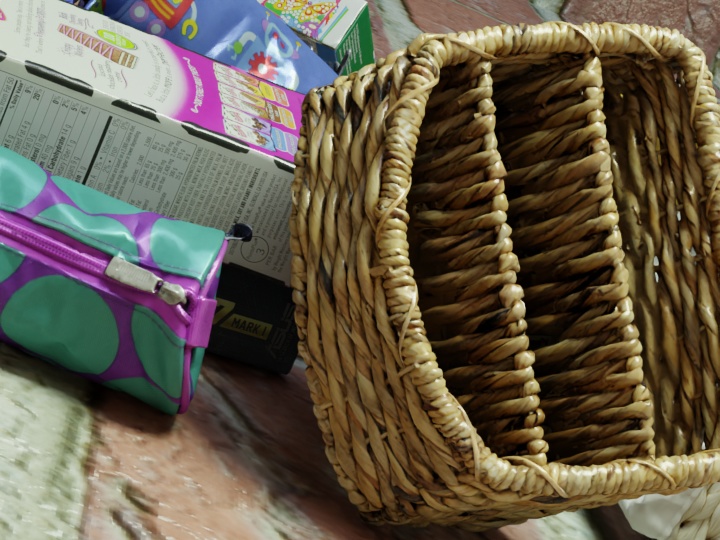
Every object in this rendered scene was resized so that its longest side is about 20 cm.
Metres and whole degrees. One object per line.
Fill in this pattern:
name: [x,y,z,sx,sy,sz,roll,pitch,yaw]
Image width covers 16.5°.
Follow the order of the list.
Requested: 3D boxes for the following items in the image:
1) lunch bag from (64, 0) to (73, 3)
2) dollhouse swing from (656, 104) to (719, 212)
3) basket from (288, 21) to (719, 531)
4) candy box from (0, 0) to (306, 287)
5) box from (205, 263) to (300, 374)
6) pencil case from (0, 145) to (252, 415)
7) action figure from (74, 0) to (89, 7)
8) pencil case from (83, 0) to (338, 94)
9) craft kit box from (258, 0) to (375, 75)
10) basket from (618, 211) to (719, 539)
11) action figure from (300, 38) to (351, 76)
lunch bag: [-0.230,-0.189,1.260,0.169,0.201,0.127,5,-20,-16]
dollhouse swing: [0.197,-0.071,1.486,0.199,0.182,0.176,2,36,44]
basket: [0.066,-0.001,1.037,0.148,0.201,0.142,-16,-16,37]
candy box: [-0.117,-0.072,1.169,0.199,0.061,0.136,21,17,-13]
box: [-0.121,-0.027,1.234,0.157,0.051,0.200,17,15,-23]
pencil case: [-0.152,-0.013,1.043,0.199,0.086,0.092,22,-16,-6]
action figure: [-0.170,-0.165,1.467,0.069,0.130,0.200,33,-12,15]
pencil case: [-0.056,-0.095,1.288,0.200,0.087,0.078,39,-29,-22]
craft kit box: [-0.080,-0.146,1.590,0.197,0.049,0.200,26,-21,15]
basket: [0.223,0.049,1.201,0.160,0.199,0.200,32,9,-15]
action figure: [-0.072,-0.082,1.403,0.199,0.103,0.119,4,-12,45]
